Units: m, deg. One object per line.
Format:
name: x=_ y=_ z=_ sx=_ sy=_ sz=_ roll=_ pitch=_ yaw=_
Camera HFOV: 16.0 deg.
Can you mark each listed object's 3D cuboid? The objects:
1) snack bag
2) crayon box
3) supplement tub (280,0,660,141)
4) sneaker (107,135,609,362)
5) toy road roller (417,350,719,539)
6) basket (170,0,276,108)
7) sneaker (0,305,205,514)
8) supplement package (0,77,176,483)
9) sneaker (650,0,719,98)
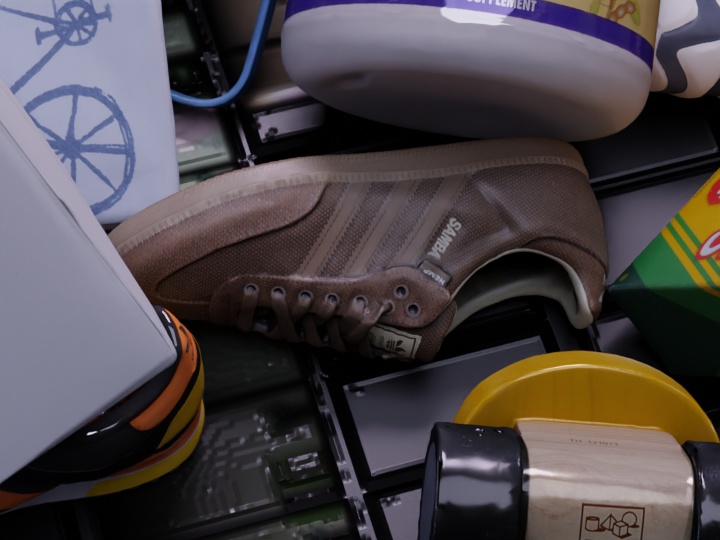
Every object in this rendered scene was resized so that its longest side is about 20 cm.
snack bag: x=-0.171 y=-0.090 z=0.956 sx=0.200 sy=0.021 sz=0.189 roll=-10 pitch=110 yaw=-13
crayon box: x=0.193 y=-0.019 z=0.935 sx=0.127 sy=0.200 sz=0.051 roll=-46 pitch=108 yaw=-20
supplement tub: x=0.051 y=-0.160 z=0.994 sx=0.145 sy=0.145 sz=0.200 roll=8 pitch=83 yaw=-1
sneaker: x=0.000 y=0.000 z=0.981 sx=0.200 sy=0.070 sz=0.076 roll=-12 pitch=67 yaw=-10
toy road roller: x=0.075 y=0.128 z=0.916 sx=0.123 sy=0.146 sz=0.200 roll=4 pitch=101 yaw=-3
basket: x=-0.096 y=-0.182 z=1.033 sx=0.176 sy=0.139 sz=0.200 roll=22 pitch=92 yaw=3
sneaker: x=-0.150 y=0.063 z=0.926 sx=0.200 sy=0.090 sz=0.070 roll=-22 pitch=69 yaw=-15
supplement package: x=-0.157 y=-0.011 z=0.865 sx=0.117 sy=0.200 sz=0.117 roll=-36 pitch=112 yaw=-3
sneaker: x=0.178 y=-0.163 z=1.056 sx=0.130 sy=0.079 sz=0.199 roll=10 pitch=77 yaw=-18
